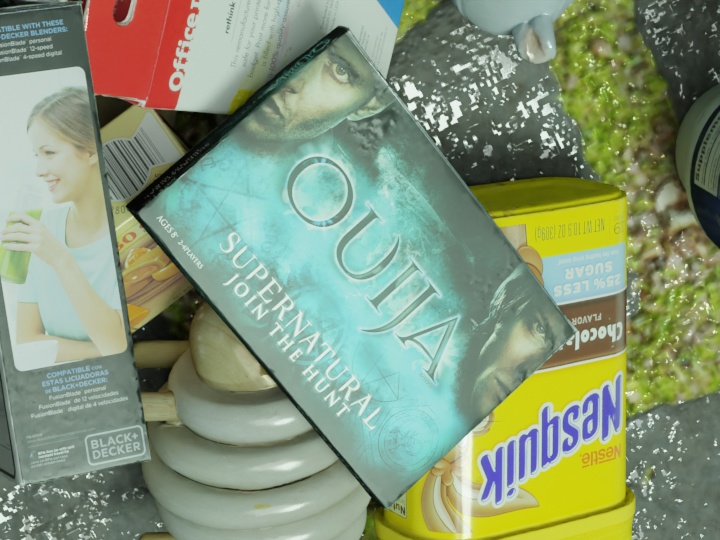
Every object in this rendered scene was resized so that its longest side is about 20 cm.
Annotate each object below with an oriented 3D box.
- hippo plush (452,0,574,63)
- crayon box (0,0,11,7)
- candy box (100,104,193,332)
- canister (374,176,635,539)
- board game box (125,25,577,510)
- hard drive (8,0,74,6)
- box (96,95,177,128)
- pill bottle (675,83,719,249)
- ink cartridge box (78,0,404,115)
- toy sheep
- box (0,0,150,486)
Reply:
[{"bbox_3d":[0.098,-0.199,0.984,0.161,0.159,0.200,-31,148,-8],"label":"hippo plush"},{"bbox_3d":[-0.244,-0.220,0.920,0.172,0.058,0.200,4,79,-9],"label":"crayon box"},{"bbox_3d":[-0.158,0.007,1.001,0.200,0.115,0.055,-36,69,1],"label":"candy box"},{"bbox_3d":[0.078,0.057,1.068,0.148,0.087,0.200,-9,105,-30],"label":"canister"},{"bbox_3d":[0.000,0.000,0.961,0.135,0.028,0.200,-42,111,-8],"label":"board game box"},{"bbox_3d":[-0.141,-0.218,0.914,0.027,0.132,0.200,3,92,-6],"label":"hard drive"},{"bbox_3d":[-0.161,-0.155,1.011,0.163,0.021,0.200,11,101,-14],"label":"box"},{"bbox_3d":[0.235,-0.045,1.025,0.111,0.200,0.111,-3,105,-10],"label":"pill bottle"},{"bbox_3d":[-0.069,-0.138,0.960,0.200,0.067,0.116,2,107,-47],"label":"ink cartridge box"},{"bbox_3d":[-0.055,0.100,1.048,0.138,0.138,0.200,-13,123,-8],"label":"toy sheep"},{"bbox_3d":[-0.149,-0.013,0.876,0.060,0.117,0.200,-9,96,-21],"label":"box"}]
